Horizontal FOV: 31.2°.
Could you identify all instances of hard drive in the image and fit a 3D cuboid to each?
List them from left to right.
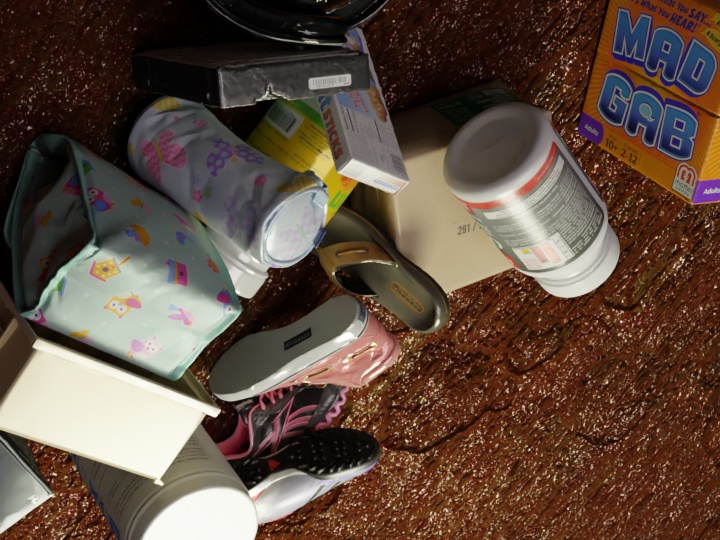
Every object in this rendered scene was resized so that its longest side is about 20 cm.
[{"bbox_3d":[-0.099,-0.174,1.118,0.140,0.200,0.038,-11,106,-27],"label":"hard drive"}]

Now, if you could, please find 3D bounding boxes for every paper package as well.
[{"bbox_3d":[0.094,-0.082,1.366,0.200,0.103,0.191,-20,127,-21],"label":"paper package"}]

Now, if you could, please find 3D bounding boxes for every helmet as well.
[{"bbox_3d":[-0.055,-0.284,1.084,0.200,0.191,0.200,2,112,5],"label":"helmet"}]

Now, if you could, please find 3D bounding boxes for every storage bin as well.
[{"bbox_3d":[-0.265,0.082,1.170,0.200,0.199,0.094,27,100,-41],"label":"storage bin"}]

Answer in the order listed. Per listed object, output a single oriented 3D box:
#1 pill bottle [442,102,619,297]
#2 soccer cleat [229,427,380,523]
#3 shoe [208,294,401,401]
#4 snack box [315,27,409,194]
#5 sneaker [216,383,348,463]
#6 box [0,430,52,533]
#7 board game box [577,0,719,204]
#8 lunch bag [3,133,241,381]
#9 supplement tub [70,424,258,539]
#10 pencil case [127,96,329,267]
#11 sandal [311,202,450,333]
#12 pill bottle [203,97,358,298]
[{"bbox_3d":[0.176,-0.064,1.284,0.116,0.116,0.200,-45,131,-1],"label":"pill bottle"},{"bbox_3d":[-0.071,0.228,1.395,0.200,0.068,0.073,-18,130,-1],"label":"soccer cleat"},{"bbox_3d":[-0.058,0.100,1.361,0.200,0.072,0.091,-27,135,22],"label":"shoe"},{"bbox_3d":[-0.010,-0.161,1.190,0.072,0.200,0.024,17,134,-38],"label":"snack box"},{"bbox_3d":[-0.089,0.153,1.421,0.095,0.079,0.200,29,99,-30],"label":"sneaker"},{"bbox_3d":[-0.406,0.179,1.151,0.200,0.182,0.104,-37,131,-9],"label":"box"},{"bbox_3d":[0.396,-0.209,1.415,0.200,0.200,0.200,-7,122,-30],"label":"board game box"},{"bbox_3d":[-0.217,-0.022,1.142,0.170,0.200,0.122,28,114,-38],"label":"lunch bag"},{"bbox_3d":[-0.201,0.209,1.290,0.132,0.200,0.132,-16,125,-24],"label":"supplement tub"},{"bbox_3d":[-0.120,-0.083,1.157,0.083,0.200,0.091,11,109,-58],"label":"pencil case"},{"bbox_3d":[0.000,0.000,1.303,0.055,0.200,0.082,-43,172,-44],"label":"sandal"},{"bbox_3d":[-0.079,-0.075,1.250,0.111,0.111,0.200,32,98,-41],"label":"pill bottle"}]
